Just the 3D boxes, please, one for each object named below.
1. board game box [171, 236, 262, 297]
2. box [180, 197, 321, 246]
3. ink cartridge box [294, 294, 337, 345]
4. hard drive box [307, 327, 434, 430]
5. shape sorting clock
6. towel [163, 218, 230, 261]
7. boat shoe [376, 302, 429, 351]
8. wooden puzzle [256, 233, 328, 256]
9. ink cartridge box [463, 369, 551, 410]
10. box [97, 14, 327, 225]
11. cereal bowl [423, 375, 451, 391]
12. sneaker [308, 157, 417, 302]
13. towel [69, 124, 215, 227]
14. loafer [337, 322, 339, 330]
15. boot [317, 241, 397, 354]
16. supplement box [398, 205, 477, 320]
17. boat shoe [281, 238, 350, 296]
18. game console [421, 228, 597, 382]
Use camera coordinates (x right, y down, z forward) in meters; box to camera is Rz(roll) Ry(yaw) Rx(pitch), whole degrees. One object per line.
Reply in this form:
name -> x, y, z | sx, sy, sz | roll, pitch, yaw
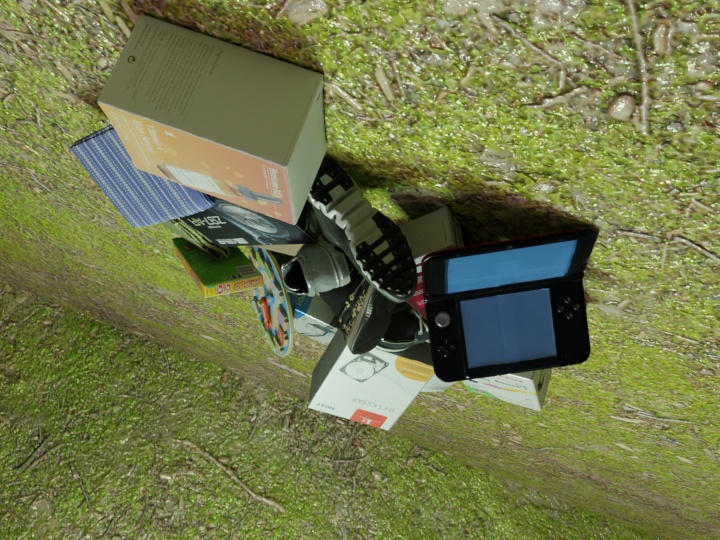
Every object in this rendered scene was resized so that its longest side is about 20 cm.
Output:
board game box -> -0.238, -0.015, 1.218 | 0.094, 0.030, 0.200 | -10, -149, -25
box -> -0.170, -0.091, 1.003 | 0.198, 0.044, 0.160 | 0, 152, 37
ink cartridge box -> -0.065, 0.078, 1.400 | 0.198, 0.087, 0.146 | 28, 159, -16
hard drive box -> 0.020, 0.162, 1.220 | 0.154, 0.077, 0.201 | 17, 135, -13
shape sorting clock -> -0.160, 0.052, 1.299 | 0.039, 0.203, 0.199 | -18, 180, -26
towel -> -0.299, -0.091, 1.174 | 0.199, 0.037, 0.149 | 30, 169, 32
boat shoe -> 0.100, 0.074, 1.141 | 0.198, 0.077, 0.060 | -13, 172, -34
wooden puzzle -> -0.155, -0.077, 1.141 | 0.197, 0.038, 0.185 | 8, 158, 22
ink cartridge box -> 0.246, 0.161, 1.290 | 0.143, 0.085, 0.200 | 13, 160, 23
box -> -0.144, -0.152, 0.784 | 0.197, 0.108, 0.153 | 20, 162, 5
cereal bowl -> 0.115, 0.186, 1.413 | 0.197, 0.085, 0.200 | -1, 169, 0
sneaker -> 0.001, -0.041, 0.897 | 0.201, 0.066, 0.091 | 52, 168, 15
towel -> -0.280, -0.127, 0.959 | 0.198, 0.024, 0.146 | -7, 124, 44
loafer -> 0.005, 0.156, 1.325 | 0.062, 0.072, 0.202 | -10, 133, 5
boot -> 0.000, 0.000, 1.070 | 0.072, 0.202, 0.151 | -4, -141, -37
supplement box -> 0.110, 0.007, 0.971 | 0.108, 0.062, 0.200 | -21, 143, 22
boat shoe -> -0.073, -0.002, 1.008 | 0.071, 0.071, 0.201 | -18, -175, -16
game console -> 0.176, 0.047, 0.878 | 0.197, 0.175, 0.119 | -8, -175, 3
